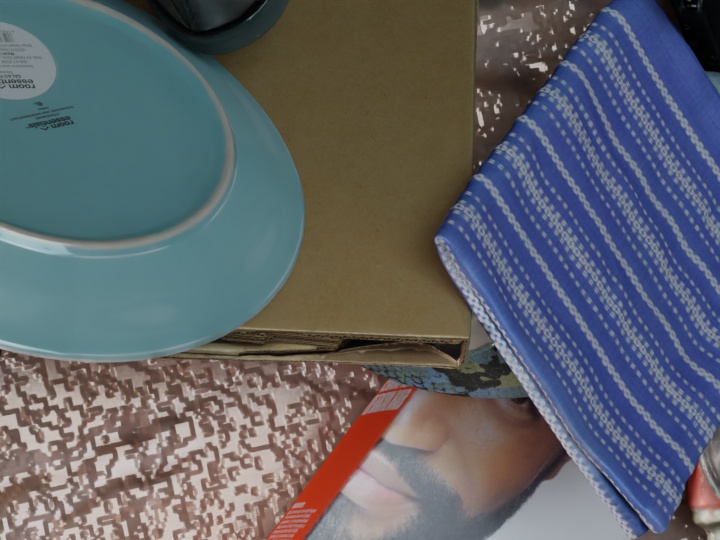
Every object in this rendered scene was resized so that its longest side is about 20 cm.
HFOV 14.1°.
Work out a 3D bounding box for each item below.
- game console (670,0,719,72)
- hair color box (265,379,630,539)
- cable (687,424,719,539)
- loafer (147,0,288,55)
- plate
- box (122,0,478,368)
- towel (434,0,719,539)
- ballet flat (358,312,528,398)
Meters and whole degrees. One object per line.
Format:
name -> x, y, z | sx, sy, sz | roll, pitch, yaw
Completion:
game console -> 0.202, -0.182, 1.214 | 0.116, 0.176, 0.201 | 6, 82, 13
hair color box -> 0.025, 0.120, 1.160 | 0.111, 0.064, 0.200 | 40, 75, -9
cable -> 0.139, 0.024, 1.196 | 0.050, 0.097, 0.201 | -17, 83, 24
loafer -> -0.093, -0.168, 1.099 | 0.072, 0.063, 0.200 | -39, 60, 3
plate -> -0.112, -0.048, 1.029 | 0.199, 0.026, 0.201 | 13, 42, -12
box -> -0.037, -0.050, 1.102 | 0.162, 0.021, 0.201 | 2, 51, 1
towel -> 0.109, -0.009, 1.116 | 0.145, 0.024, 0.200 | 54, 40, -14
ballet flat -> 0.000, 0.000, 1.120 | 0.199, 0.074, 0.075 | 13, 81, 11
